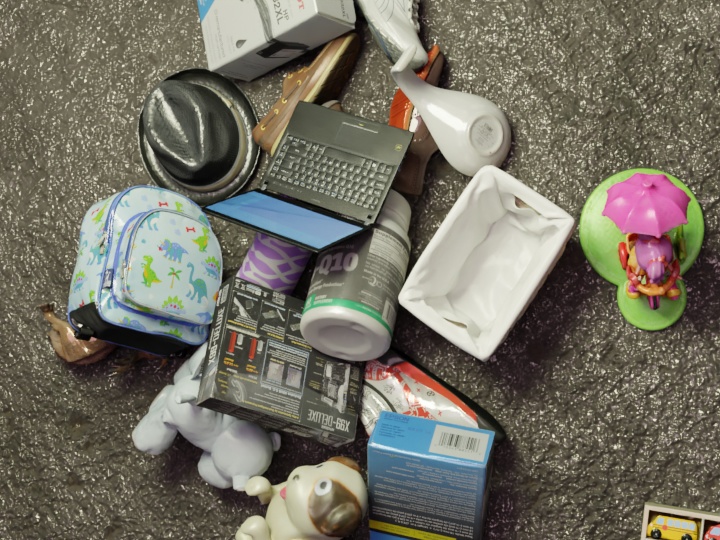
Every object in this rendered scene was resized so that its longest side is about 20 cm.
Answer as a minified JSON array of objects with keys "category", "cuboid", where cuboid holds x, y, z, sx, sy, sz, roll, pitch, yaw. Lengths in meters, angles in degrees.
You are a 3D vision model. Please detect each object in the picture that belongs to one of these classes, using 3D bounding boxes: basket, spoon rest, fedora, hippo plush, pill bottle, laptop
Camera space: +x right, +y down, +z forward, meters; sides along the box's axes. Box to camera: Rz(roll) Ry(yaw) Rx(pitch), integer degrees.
[{"category":"basket","cuboid":[0.160,-0.006,1.210,0.135,0.123,0.201,34,95,15]},{"category":"spoon rest","cuboid":[0.113,-0.200,1.240,0.200,0.061,0.100,41,80,-23]},{"category":"fedora","cuboid":[-0.236,-0.189,1.351,0.199,0.092,0.203,-2,84,16]},{"category":"hippo plush","cuboid":[-0.177,0.192,1.284,0.161,0.160,0.200,40,138,-10]},{"category":"pill bottle","cuboid":[0.000,0.000,1.225,0.112,0.113,0.201,3,56,15]},{"category":"laptop","cuboid":[-0.062,-0.119,1.186,0.176,0.103,0.201,20,80,26]}]

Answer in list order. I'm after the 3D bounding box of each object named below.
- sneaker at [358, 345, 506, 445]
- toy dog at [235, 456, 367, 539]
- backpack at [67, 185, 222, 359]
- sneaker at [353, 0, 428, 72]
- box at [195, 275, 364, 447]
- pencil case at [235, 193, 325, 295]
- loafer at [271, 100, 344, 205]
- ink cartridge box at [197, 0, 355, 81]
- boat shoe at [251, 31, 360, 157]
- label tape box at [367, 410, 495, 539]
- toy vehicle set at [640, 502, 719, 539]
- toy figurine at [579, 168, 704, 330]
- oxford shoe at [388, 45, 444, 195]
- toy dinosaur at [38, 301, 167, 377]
[{"category":"sneaker","cuboid":[0.078,0.188,1.244,0.201,0.067,0.108,34,95,19]},{"category":"toy dog","cuboid":[-0.060,0.320,1.203,0.192,0.140,0.201,22,121,-2]},{"category":"backpack","cuboid":[-0.269,-0.007,1.288,0.146,0.182,0.202,-21,61,41]},{"category":"sneaker","cuboid":[0.042,-0.343,1.287,0.087,0.075,0.201,-29,63,2]},{"category":"box","cuboid":[-0.091,0.114,1.217,0.050,0.199,0.159,-32,44,52]},{"category":"pencil case","cuboid":[-0.121,-0.004,1.280,0.086,0.083,0.201,51,120,39]},{"category":"loafer","cuboid":[-0.061,-0.128,1.315,0.071,0.073,0.201,29,102,12]},{"category":"ink cartridge box","cuboid":[-0.116,-0.358,1.306,0.199,0.083,0.146,-17,78,36]},{"category":"boat shoe","cuboid":[-0.075,-0.241,1.323,0.067,0.072,0.201,36,97,14]},{"category":"label tape box","cuboid":[0.084,0.275,1.217,0.143,0.063,0.201,9,128,13]},{"category":"toy vehicle set","cuboid":[0.425,0.350,1.152,0.198,0.026,0.125,6,86,16]},{"category":"toy figurine","cuboid":[0.326,-0.034,1.135,0.149,0.184,0.202,-8,83,14]},{"category":"oxford shoe","cuboid":[0.078,-0.195,1.291,0.072,0.071,0.202,22,83,-18]},{"category":"toy dinosaur","cuboid":[-0.365,0.096,1.369,0.199,0.086,0.137,-18,88,19]}]
